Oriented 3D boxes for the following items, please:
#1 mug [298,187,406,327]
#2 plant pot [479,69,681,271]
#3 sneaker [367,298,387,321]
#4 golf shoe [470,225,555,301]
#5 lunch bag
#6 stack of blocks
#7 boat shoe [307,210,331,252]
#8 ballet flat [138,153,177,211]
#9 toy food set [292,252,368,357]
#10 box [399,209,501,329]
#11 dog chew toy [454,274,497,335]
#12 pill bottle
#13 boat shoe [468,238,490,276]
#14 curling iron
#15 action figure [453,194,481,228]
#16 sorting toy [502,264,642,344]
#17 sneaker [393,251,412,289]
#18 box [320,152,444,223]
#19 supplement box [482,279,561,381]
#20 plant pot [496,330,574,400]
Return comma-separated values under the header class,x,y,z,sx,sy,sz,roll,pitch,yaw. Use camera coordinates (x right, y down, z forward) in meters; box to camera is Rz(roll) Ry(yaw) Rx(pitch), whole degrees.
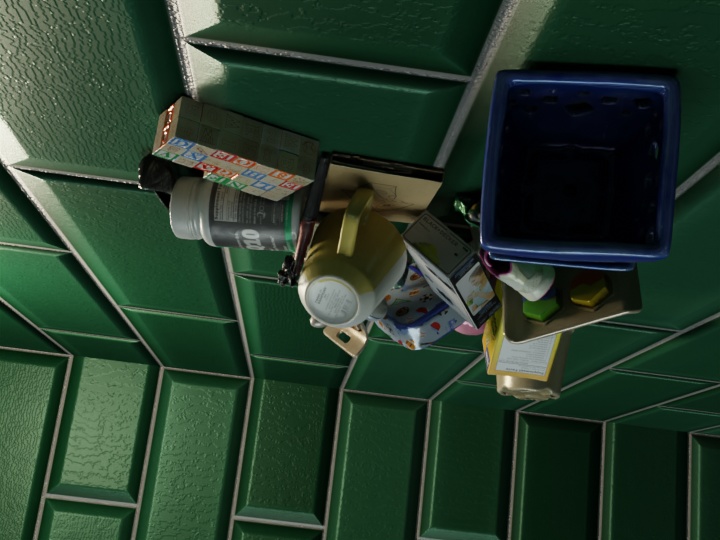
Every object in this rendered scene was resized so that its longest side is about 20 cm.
class,x,y,z,sx,sy,sz,roll,pitch,yaw
mug,-0.028,-0.009,1.356,0.149,0.153,0.187,-14,114,24
plant pot,0.239,-0.100,1.048,0.199,0.201,0.180,4,171,8
sneaker,0.000,0.000,1.558,0.071,0.073,0.200,-9,119,43
golf shoe,0.208,-0.036,1.373,0.091,0.075,0.200,21,-160,-34
lunch bag,0.104,0.055,1.667,0.076,0.160,0.200,61,167,-28
stack of blocks,-0.171,-0.159,1.245,0.200,0.059,0.115,15,162,-29
boat shoe,-0.073,-0.069,1.497,0.199,0.072,0.068,15,-152,19
ballet flat,-0.304,-0.119,1.435,0.066,0.057,0.200,19,165,12
toy food set,-0.069,0.043,1.570,0.143,0.060,0.200,31,150,62
box,0.144,0.002,1.457,0.117,0.060,0.200,43,174,31
dog chew toy,0.255,0.053,1.730,0.199,0.125,0.125,-8,161,17
pill bottle,-0.175,-0.089,1.396,0.199,0.113,0.113,4,164,10
boat shoe,0.188,-0.013,1.594,0.069,0.071,0.200,17,164,11
curling iron,-0.076,-0.065,1.314,0.025,0.200,0.050,22,-166,8
action figure,0.226,-0.076,1.345,0.200,0.055,0.118,14,-150,25
sorting toy,0.300,0.005,1.356,0.200,0.186,0.036,-16,137,26
sneaker,-0.005,-0.016,1.635,0.199,0.087,0.078,9,163,-9
box,0.026,-0.117,1.381,0.163,0.021,0.200,9,164,-6
supplement box,0.288,0.077,1.614,0.108,0.110,0.200,8,121,-3
plant pot,0.363,0.177,1.988,0.200,0.184,0.200,7,164,2
